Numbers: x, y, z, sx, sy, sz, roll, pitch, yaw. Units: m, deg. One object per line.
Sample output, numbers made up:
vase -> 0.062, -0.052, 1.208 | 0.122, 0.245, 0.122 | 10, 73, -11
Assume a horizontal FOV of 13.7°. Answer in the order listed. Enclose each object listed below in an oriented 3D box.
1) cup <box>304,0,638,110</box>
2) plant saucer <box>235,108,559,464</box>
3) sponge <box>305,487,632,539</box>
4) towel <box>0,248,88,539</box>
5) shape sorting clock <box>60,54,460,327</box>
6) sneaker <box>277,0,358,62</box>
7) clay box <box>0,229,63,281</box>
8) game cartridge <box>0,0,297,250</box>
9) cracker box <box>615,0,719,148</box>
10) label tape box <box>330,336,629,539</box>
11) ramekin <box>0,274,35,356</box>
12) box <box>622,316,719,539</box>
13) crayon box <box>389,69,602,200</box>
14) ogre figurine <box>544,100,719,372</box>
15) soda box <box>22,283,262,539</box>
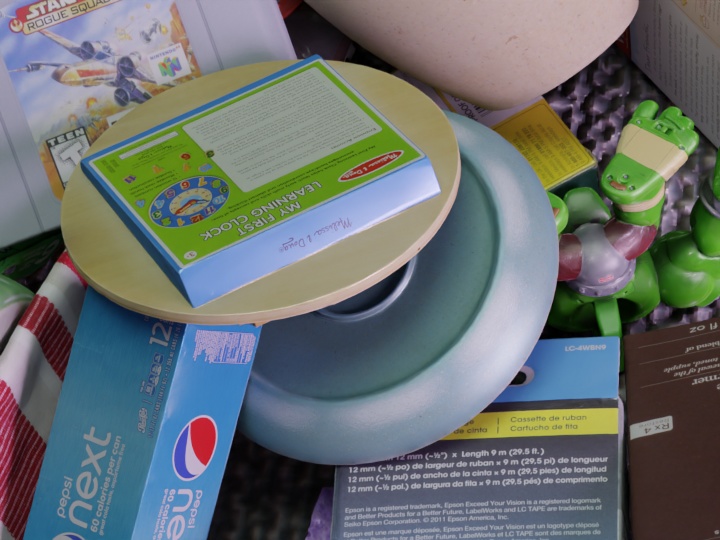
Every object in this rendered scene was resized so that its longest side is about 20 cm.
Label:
cup -> 0.068, -0.171, 1.593 | 0.200, 0.143, 0.200 | -34, 16, 11
plant saucer -> 0.000, 0.000, 1.500 | 0.200, 0.027, 0.200 | -10, 61, 18
sponge -> 0.062, 0.173, 1.495 | 0.200, 0.030, 0.112 | 7, 55, 15
towel -> -0.141, 0.074, 1.531 | 0.023, 0.144, 0.200 | 8, 55, 34
shape sorting clock -> -0.049, -0.039, 1.478 | 0.200, 0.039, 0.200 | -9, 36, 6
sneaker -> -0.036, -0.113, 1.711 | 0.200, 0.077, 0.082 | -38, 85, -19
clay box -> -0.173, -0.076, 1.669 | 0.115, 0.048, 0.200 | -22, 34, 52
game cartridge -> -0.134, -0.101, 1.561 | 0.200, 0.133, 0.042 | -21, 11, -9
cracker box -> 0.209, -0.128, 1.623 | 0.058, 0.134, 0.200 | -29, 55, -17
label tape box -> 0.060, 0.132, 1.468 | 0.143, 0.066, 0.200 | -3, 51, 9
ramekin -> -0.238, 0.078, 1.518 | 0.098, 0.200, 0.200 | 21, 60, 14
box -> 0.183, 0.104, 1.453 | 0.100, 0.075, 0.200 | -13, 34, 11
crayon box -> 0.016, -0.040, 1.645 | 0.200, 0.051, 0.127 | -27, 54, -11
ogre figurine -> 0.118, -0.013, 1.565 | 0.200, 0.120, 0.098 | -26, 53, -10
soda box -> -0.115, 0.111, 1.478 | 0.068, 0.064, 0.200 | 19, 96, 33
